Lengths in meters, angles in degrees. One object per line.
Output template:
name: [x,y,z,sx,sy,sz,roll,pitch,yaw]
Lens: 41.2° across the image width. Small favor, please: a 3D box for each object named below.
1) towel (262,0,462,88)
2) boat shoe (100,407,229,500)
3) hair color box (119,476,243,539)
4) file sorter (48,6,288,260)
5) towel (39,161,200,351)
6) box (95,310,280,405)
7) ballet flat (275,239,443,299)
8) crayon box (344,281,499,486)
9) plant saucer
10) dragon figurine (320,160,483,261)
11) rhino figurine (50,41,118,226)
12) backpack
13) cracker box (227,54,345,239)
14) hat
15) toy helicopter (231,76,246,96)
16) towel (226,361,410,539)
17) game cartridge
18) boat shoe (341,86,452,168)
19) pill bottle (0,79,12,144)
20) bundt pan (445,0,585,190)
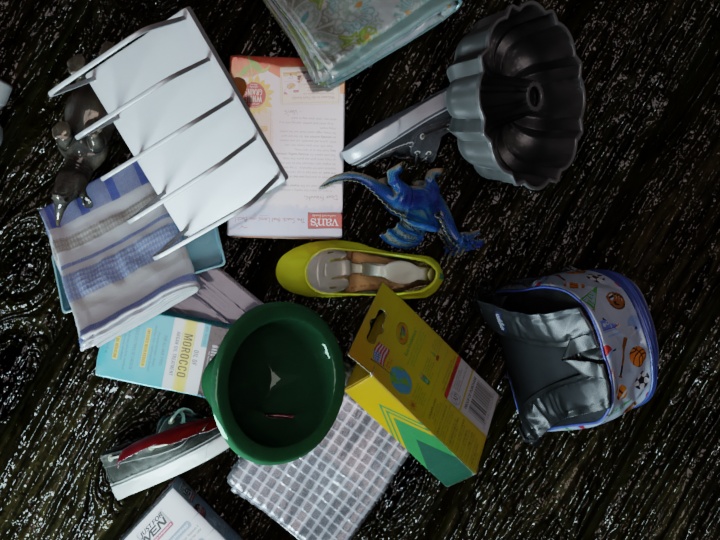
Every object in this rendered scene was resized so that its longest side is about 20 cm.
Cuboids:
towel: [-0.009,-0.318,1.073,0.198,0.048,0.173,-32,81,-13]
boat shoe: [-0.206,0.193,1.087,0.197,0.071,0.065,-26,89,8]
hair color box: [-0.177,0.348,1.109,0.099,0.061,0.200,-45,95,-2]
file sorter: [-0.192,-0.132,0.962,0.137,0.125,0.202,-26,104,19]
towel: [-0.270,-0.024,1.058,0.145,0.024,0.202,-27,61,-1]
box: [-0.189,0.095,1.073,0.196,0.049,0.084,12,91,-4]
ballet flat: [0.000,0.000,1.105,0.196,0.067,0.068,3,90,-3]
crayon box: [0.061,0.126,1.070,0.200,0.128,0.051,45,131,-14]
plant saucer: [-0.249,-0.012,1.081,0.197,0.019,0.071,-17,80,7]
dragon figurine: [0.056,-0.064,1.082,0.197,0.059,0.101,5,68,-35]
rhino figurine: [-0.306,-0.146,1.059,0.059,0.087,0.204,13,81,-5]
backpack: [0.243,0.086,1.063,0.152,0.190,0.203,-22,93,-19]
cracker box: [-0.085,-0.138,1.099,0.131,0.058,0.204,1,91,-5]
hat: [-0.143,0.121,1.044,0.198,0.174,0.169,-5,91,-41]
toy helicopter: [-0.175,-0.154,1.068,0.078,0.131,0.204,-15,113,-34]
towel: [-0.041,0.212,1.100,0.164,0.086,0.202,34,90,-3]
game cartridge: [-0.190,0.058,1.113,0.199,0.038,0.130,40,93,-4]
boat shoe: [0.071,-0.156,1.094,0.198,0.070,0.067,-32,103,-24]
pill bottle: [-0.462,-0.131,1.049,0.111,0.112,0.202,27,90,-4]
bundt pan: [0.167,-0.191,1.070,0.200,0.075,0.206,-3,94,-43]
